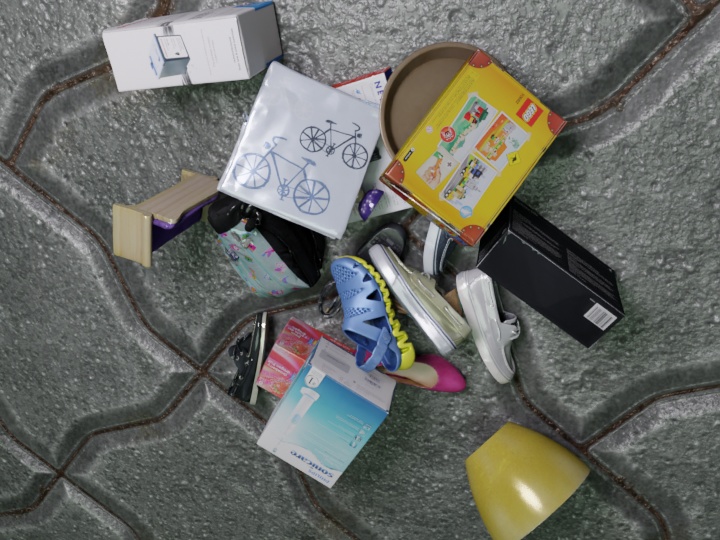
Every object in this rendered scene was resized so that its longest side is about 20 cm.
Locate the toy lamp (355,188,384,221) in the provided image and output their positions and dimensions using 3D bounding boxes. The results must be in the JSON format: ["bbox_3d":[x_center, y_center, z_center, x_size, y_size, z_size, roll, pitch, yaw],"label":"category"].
[{"bbox_3d":[-0.063,-0.145,0.995,0.199,0.058,0.058,34,119,-3],"label":"toy lamp"}]

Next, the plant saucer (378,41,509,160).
[{"bbox_3d":[0.122,-0.209,0.946,0.198,0.029,0.202,0,94,-6],"label":"plant saucer"}]

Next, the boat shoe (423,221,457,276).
[{"bbox_3d":[0.154,-0.073,1.019,0.090,0.071,0.202,17,116,13],"label":"boat shoe"}]

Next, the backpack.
[{"bbox_3d":[-0.142,-0.054,1.072,0.126,0.167,0.201,-14,125,30],"label":"backpack"}]

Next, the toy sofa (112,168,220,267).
[{"bbox_3d":[-0.282,-0.082,1.057,0.097,0.200,0.083,17,118,11],"label":"toy sofa"}]

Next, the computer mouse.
[{"bbox_3d":[0.000,0.000,1.104,0.059,0.034,0.200,42,107,-10],"label":"computer mouse"}]

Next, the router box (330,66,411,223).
[{"bbox_3d":[-0.012,-0.177,1.027,0.178,0.049,0.201,-13,111,20],"label":"router box"}]

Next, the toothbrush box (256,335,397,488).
[{"bbox_3d":[-0.055,0.230,1.106,0.146,0.085,0.201,30,119,-2],"label":"toothbrush box"}]

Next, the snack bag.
[{"bbox_3d":[-0.078,-0.168,0.955,0.187,0.021,0.201,21,92,-5],"label":"snack bag"}]

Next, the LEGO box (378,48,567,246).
[{"bbox_3d":[0.143,-0.156,0.898,0.149,0.077,0.200,37,90,-6],"label":"LEGO box"}]

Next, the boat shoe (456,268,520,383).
[{"bbox_3d":[0.215,0.086,1.091,0.068,0.072,0.201,-18,101,22],"label":"boat shoe"}]

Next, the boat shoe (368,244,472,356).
[{"bbox_3d":[0.089,0.035,1.043,0.062,0.072,0.200,-37,83,-3],"label":"boat shoe"}]

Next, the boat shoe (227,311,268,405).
[{"bbox_3d":[-0.203,0.154,1.223,0.066,0.075,0.200,11,128,-4],"label":"boat shoe"}]

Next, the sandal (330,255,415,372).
[{"bbox_3d":[0.006,0.072,1.041,0.201,0.087,0.079,62,145,5],"label":"sandal"}]

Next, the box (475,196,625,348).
[{"bbox_3d":[0.270,-0.002,0.988,0.199,0.141,0.079,36,121,-4],"label":"box"}]

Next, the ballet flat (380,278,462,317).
[{"bbox_3d":[0.067,0.042,1.103,0.198,0.068,0.073,6,101,22],"label":"ballet flat"}]

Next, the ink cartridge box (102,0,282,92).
[{"bbox_3d":[-0.228,-0.314,0.960,0.198,0.147,0.086,-3,117,16],"label":"ink cartridge box"}]

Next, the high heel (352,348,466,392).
[{"bbox_3d":[0.079,0.175,1.147,0.199,0.096,0.068,25,119,1],"label":"high heel"}]

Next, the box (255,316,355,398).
[{"bbox_3d":[-0.065,0.184,1.190,0.199,0.095,0.103,29,120,-1],"label":"box"}]

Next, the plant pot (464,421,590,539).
[{"bbox_3d":[0.258,0.339,1.147,0.142,0.200,0.200,49,120,18],"label":"plant pot"}]
